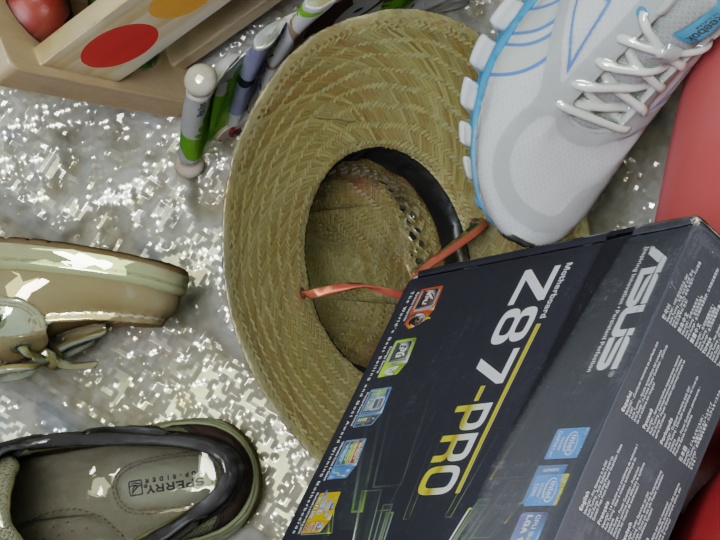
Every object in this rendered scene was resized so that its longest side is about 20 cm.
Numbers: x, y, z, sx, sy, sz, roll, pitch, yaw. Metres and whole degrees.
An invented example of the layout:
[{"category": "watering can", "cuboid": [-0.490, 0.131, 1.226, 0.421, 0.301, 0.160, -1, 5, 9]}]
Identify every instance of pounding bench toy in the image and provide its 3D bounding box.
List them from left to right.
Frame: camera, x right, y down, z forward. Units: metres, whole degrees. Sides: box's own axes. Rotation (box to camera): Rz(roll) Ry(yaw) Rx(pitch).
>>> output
[{"category": "pounding bench toy", "cuboid": [-0.070, -0.150, 0.872, 0.156, 0.200, 0.124, -33, 70, 27]}]

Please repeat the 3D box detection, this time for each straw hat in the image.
[{"category": "straw hat", "cuboid": [0.000, 0.000, 0.832, 0.201, 0.085, 0.202, 3, 85, -37]}]

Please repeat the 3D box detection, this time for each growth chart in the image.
[{"category": "growth chart", "cuboid": [0.007, -0.106, 0.840, 0.200, 0.145, 0.018, -30, 82, -7]}]

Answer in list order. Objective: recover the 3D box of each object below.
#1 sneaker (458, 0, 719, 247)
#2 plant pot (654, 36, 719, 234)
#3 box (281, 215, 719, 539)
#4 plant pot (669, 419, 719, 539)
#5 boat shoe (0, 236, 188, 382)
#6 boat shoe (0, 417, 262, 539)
[{"category": "sneaker", "cuboid": [0.103, -0.095, 0.775, 0.075, 0.087, 0.200, 14, 106, -30]}, {"category": "plant pot", "cuboid": [0.201, -0.023, 0.789, 0.200, 0.201, 0.178, 1, 66, 4]}, {"category": "box", "cuboid": [0.039, 0.083, 0.697, 0.049, 0.161, 0.200, 40, 64, -25]}, {"category": "plant pot", "cuboid": [0.186, 0.130, 0.675, 0.182, 0.200, 0.201, -15, 71, 37]}, {"category": "boat shoe", "cuboid": [-0.168, 0.022, 0.855, 0.200, 0.073, 0.063, -3, 81, 14]}, {"category": "boat shoe", "cuboid": [-0.140, 0.098, 0.830, 0.200, 0.065, 0.073, -18, 76, -1]}]
